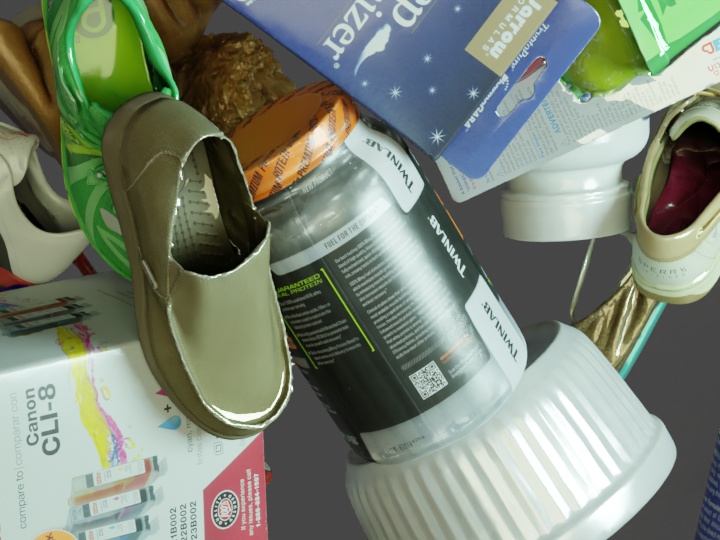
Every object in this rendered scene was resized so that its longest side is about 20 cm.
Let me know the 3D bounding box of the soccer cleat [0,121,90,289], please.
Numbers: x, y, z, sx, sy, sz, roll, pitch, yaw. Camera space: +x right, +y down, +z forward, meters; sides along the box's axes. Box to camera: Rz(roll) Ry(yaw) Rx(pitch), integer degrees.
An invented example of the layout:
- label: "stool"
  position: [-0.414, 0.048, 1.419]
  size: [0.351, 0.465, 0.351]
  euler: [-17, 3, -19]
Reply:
- label: "soccer cleat"
  position: [-0.234, -0.069, 1.305]
  size: [0.085, 0.069, 0.200]
  euler: [-29, 120, 29]

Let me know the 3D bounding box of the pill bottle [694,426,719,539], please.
- label: "pill bottle"
  position: [0.285, 0.135, 1.454]
  size: [0.119, 0.120, 0.202]
  euler: [10, 98, -9]

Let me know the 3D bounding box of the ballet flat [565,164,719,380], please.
- label: "ballet flat"
  position: [0.188, -0.015, 1.453]
  size: [0.072, 0.068, 0.201]
  euler: [37, 97, 8]

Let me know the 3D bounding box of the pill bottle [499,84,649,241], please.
- label: "pill bottle"
  position: [0.121, -0.124, 1.395]
  size: [0.110, 0.111, 0.202]
  euler: [-6, 100, -7]

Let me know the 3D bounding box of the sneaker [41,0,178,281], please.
- label: "sneaker"
  position: [-0.134, -0.076, 1.247]
  size: [0.073, 0.084, 0.202]
  euler: [-17, 111, -6]

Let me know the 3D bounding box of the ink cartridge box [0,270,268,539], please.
- label: "ink cartridge box"
  position: [-0.174, 0.095, 1.286]
  size: [0.199, 0.144, 0.147]
  euler: [-12, 109, -32]

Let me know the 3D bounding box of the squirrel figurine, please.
- label: "squirrel figurine"
  position: [-0.120, -0.136, 1.359]
  size: [0.186, 0.141, 0.200]
  euler: [-42, 100, -12]

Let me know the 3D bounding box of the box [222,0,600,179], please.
- label: "box"
  position: [0.025, -0.147, 1.224]
  size: [0.199, 0.032, 0.121]
  euler: [35, 101, -15]

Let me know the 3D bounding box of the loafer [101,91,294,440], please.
- label: "loafer"
  position: [-0.082, 0.004, 1.202]
  size: [0.076, 0.067, 0.201]
  euler: [-32, 115, -27]

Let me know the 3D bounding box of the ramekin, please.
- label: "ramekin"
  position: [0.083, 0.118, 1.385]
  size: [0.199, 0.200, 0.106]
  euler: [-34, 98, -1]

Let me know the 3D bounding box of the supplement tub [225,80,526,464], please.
- label: "supplement tub"
  position: [0.000, 0.000, 1.290]
  size: [0.122, 0.123, 0.201]
  euler: [-33, 111, -1]

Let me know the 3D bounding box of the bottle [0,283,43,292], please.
- label: "bottle"
  position: [-0.277, 0.010, 1.335]
  size: [0.199, 0.065, 0.084]
  euler: [0, 85, -48]

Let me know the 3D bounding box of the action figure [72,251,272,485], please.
- label: "action figure"
  position: [-0.115, 0.056, 1.426]
  size: [0.065, 0.052, 0.201]
  euler: [-36, 104, -6]

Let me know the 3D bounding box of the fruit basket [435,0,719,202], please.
- label: "fruit basket"
  position: [0.106, -0.162, 1.299]
  size: [0.199, 0.094, 0.186]
  euler: [-24, 99, 16]

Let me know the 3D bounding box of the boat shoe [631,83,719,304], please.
- label: "boat shoe"
  position: [0.217, -0.076, 1.393]
  size: [0.073, 0.067, 0.201]
  euler: [10, 59, 19]
